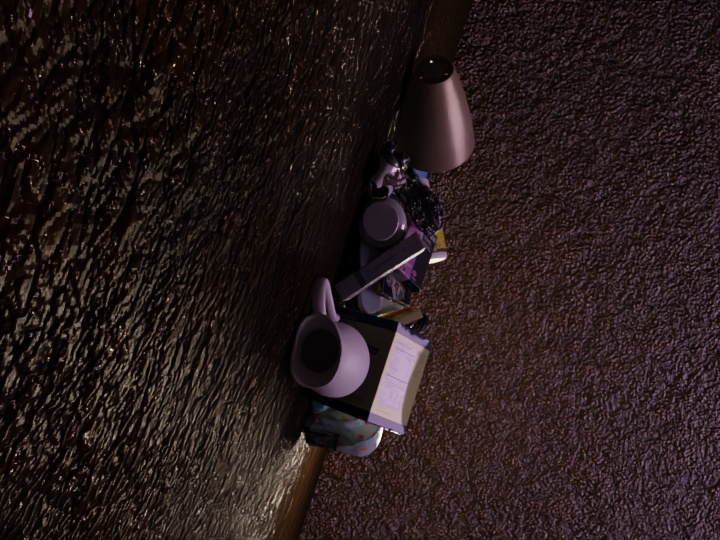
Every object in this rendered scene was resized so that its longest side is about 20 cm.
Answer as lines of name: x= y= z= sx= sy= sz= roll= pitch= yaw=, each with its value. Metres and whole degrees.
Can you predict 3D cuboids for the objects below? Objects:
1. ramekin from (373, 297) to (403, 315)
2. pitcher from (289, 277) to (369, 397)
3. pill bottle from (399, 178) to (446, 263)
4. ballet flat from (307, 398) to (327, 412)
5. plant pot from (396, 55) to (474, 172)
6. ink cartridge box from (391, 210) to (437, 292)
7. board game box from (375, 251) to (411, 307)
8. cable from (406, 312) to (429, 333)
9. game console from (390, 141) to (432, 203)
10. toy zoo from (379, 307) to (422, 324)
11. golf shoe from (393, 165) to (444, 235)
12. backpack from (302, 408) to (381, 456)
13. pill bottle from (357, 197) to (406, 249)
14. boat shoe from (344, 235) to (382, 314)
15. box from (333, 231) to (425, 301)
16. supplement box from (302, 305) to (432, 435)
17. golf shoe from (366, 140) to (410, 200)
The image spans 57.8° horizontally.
ramekin: x=0.064 y=0.010 z=1.608 sx=0.202 sy=0.091 sz=0.209 roll=177 pitch=-90 yaw=-83
pitcher: x=-0.049 y=0.115 z=1.068 sx=0.200 sy=0.117 sz=0.177 roll=54 pitch=39 yaw=-71
pill bottle: x=0.149 y=-0.121 z=1.640 sx=0.111 sy=0.108 sz=0.206 roll=62 pitch=17 yaw=-84
ballet flat: x=-0.071 y=0.243 z=1.521 sx=0.063 sy=0.067 sz=0.203 roll=-30 pitch=-152 yaw=59
plant pot: x=0.162 y=-0.357 z=1.431 sx=0.202 sy=0.182 sz=0.191 roll=79 pitch=27 yaw=-52
ink cartridge box: x=0.127 y=-0.059 z=1.505 sx=0.037 sy=0.094 sz=0.204 roll=-17 pitch=-137 yaw=43
board game box: x=0.084 y=-0.028 z=1.493 sx=0.023 sy=0.103 sz=0.206 roll=-13 pitch=-118 yaw=44
cable: x=0.092 y=0.151 z=1.627 sx=0.162 sy=0.196 sz=0.052 roll=-25 pitch=95 yaw=-59
game console: x=0.126 y=-0.249 z=1.701 sx=0.118 sy=0.167 sz=0.205 roll=28 pitch=-80 yaw=67
toy zoo: x=0.070 y=0.121 z=1.599 sx=0.200 sy=0.128 sz=0.021 roll=-178 pitch=-112 yaw=-82
golf shoe: x=0.121 y=-0.173 z=1.462 sx=0.077 sy=0.202 sz=0.095 roll=-32 pitch=-159 yaw=5
backpack: x=-0.032 y=0.369 z=1.662 sx=0.178 sy=0.195 sz=0.156 roll=-65 pitch=172 yaw=-46
pill bottle: x=0.046 y=-0.096 z=1.355 sx=0.200 sy=0.102 sz=0.107 roll=-8 pitch=117 yaw=-85
boat shoe: x=0.000 y=0.000 z=1.490 sx=0.090 sy=0.069 sz=0.207 roll=-14 pitch=-111 yaw=56
box: x=0.042 y=-0.006 z=1.347 sx=0.197 sy=0.042 sz=0.156 roll=-32 pitch=177 yaw=4
supplement box: x=0.014 y=0.206 z=1.370 sx=0.133 sy=0.197 sz=0.205 roll=31 pitch=75 yaw=-45
golf shoe: x=0.043 y=-0.183 z=1.278 sx=0.095 sy=0.077 sz=0.200 roll=-53 pitch=172 yaw=-4
